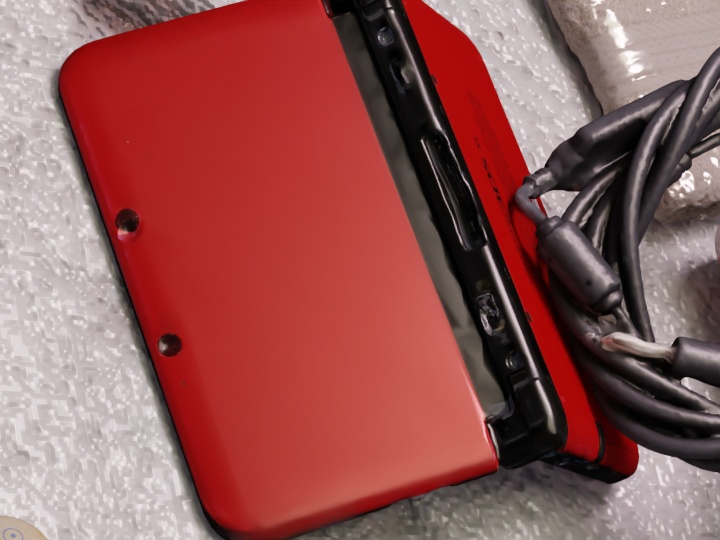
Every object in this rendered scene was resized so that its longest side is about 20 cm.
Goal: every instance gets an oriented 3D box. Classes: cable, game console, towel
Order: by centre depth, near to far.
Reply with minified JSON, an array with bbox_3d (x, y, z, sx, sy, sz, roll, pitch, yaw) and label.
[{"bbox_3d":[0.000,0.000,0.965,0.172,0.119,0.200,25,42,-66],"label":"game console"},{"bbox_3d":[0.168,-0.011,0.966,0.200,0.051,0.163,-24,68,-19],"label":"cable"},{"bbox_3d":[0.176,-0.090,1.147,0.200,0.034,0.133,-10,69,-41],"label":"towel"}]

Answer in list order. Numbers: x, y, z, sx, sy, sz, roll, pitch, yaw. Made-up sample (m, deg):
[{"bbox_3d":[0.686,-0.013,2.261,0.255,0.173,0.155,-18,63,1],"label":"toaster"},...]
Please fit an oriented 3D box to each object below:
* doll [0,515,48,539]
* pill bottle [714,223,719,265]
[{"bbox_3d":[-0.159,0.130,0.733,0.136,0.048,0.200,44,44,11],"label":"doll"},{"bbox_3d":[0.228,0.053,1.039,0.113,0.113,0.200,-3,64,-39],"label":"pill bottle"}]
